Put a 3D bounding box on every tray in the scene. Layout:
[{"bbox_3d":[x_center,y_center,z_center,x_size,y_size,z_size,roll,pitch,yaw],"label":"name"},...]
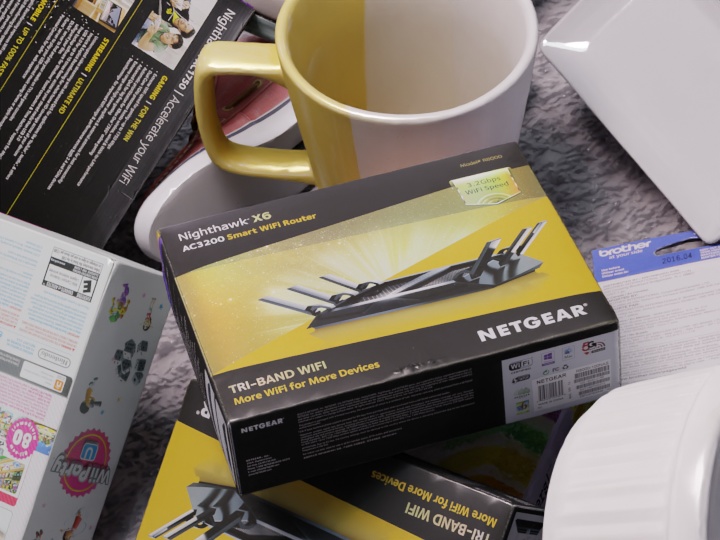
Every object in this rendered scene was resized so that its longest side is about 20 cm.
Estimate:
[{"bbox_3d":[0.193,-0.109,1.512,0.107,0.022,0.200,-44,49,11],"label":"tray"}]

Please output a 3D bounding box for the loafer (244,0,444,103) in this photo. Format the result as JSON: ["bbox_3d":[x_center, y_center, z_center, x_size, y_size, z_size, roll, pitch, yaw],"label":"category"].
[{"bbox_3d":[0.013,-0.156,1.605,0.200,0.063,0.072,18,26,-3],"label":"loafer"}]

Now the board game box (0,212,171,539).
[{"bbox_3d":[-0.204,0.074,1.449,0.148,0.064,0.200,20,91,34],"label":"board game box"}]

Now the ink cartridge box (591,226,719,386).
[{"bbox_3d":[0.190,0.048,1.404,0.119,0.042,0.200,-12,37,9],"label":"ink cartridge box"}]

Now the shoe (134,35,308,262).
[{"bbox_3d":[-0.081,-0.080,1.626,0.200,0.071,0.091,-38,45,-25],"label":"shoe"}]

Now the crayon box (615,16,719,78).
[{"bbox_3d":[0.286,-0.143,1.556,0.173,0.058,0.200,-39,46,-19],"label":"crayon box"}]

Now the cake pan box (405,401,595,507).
[{"bbox_3d":[0.011,0.114,1.414,0.200,0.052,0.184,9,49,28],"label":"cake pan box"}]

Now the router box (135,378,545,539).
[{"bbox_3d":[-0.021,0.161,1.311,0.200,0.052,0.157,19,91,29],"label":"router box"}]

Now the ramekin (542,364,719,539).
[{"bbox_3d":[0.163,0.139,1.234,0.094,0.202,0.202,-5,45,30],"label":"ramekin"}]

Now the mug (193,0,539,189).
[{"bbox_3d":[0.015,-0.096,1.526,0.187,0.153,0.149,28,56,25],"label":"mug"}]

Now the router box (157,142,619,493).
[{"bbox_3d":[0.012,0.020,1.309,0.200,0.052,0.157,-15,40,-10],"label":"router box"}]

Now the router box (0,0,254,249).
[{"bbox_3d":[-0.178,-0.115,1.563,0.200,0.149,0.051,-57,7,4],"label":"router box"}]
